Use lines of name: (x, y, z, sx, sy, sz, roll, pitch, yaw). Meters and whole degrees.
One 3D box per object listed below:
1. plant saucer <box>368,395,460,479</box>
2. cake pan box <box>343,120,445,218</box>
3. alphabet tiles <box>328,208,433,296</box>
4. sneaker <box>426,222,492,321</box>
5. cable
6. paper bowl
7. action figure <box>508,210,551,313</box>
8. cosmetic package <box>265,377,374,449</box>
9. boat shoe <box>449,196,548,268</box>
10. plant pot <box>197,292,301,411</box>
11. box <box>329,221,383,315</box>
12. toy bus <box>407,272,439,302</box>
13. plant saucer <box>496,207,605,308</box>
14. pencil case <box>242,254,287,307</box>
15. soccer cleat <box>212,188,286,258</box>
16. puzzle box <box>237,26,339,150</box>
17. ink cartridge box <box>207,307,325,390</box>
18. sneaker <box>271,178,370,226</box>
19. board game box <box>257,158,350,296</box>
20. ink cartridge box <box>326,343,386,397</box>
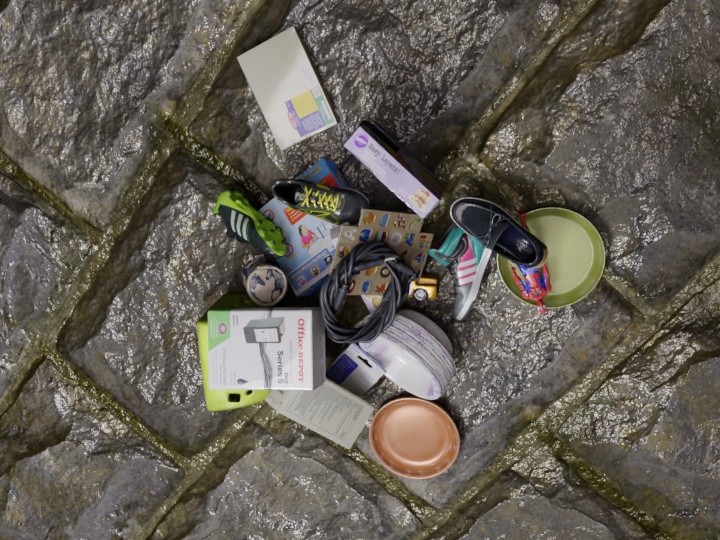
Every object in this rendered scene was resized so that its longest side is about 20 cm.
plant saucer: (0.119, 0.362, 1.433, 0.200, 0.037, 0.201, 4, 108, 12)
cake pan box: (0.065, -0.192, 1.199, 0.200, 0.184, 0.052, 43, 106, -1)
alphabet tiles: (0.041, -0.030, 1.208, 0.200, 0.006, 0.167, 3, 112, -30)
sneaker: (0.182, -0.008, 1.279, 0.120, 0.084, 0.201, 17, 102, 2)
cable: (0.005, 0.046, 1.190, 0.200, 0.051, 0.163, -50, 127, 2)
paper bowl: (0.103, 0.157, 1.307, 0.201, 0.201, 0.104, 43, 68, -2)
action figure: (0.317, -0.010, 1.239, 0.065, 0.052, 0.200, -19, 103, 13)
cosmetic package: (-0.078, 0.267, 1.308, 0.200, 0.071, 0.105, 39, 80, -34)
boat shoe: (0.249, -0.071, 1.188, 0.200, 0.062, 0.075, 36, 111, 16)
plant pot: (-0.216, 0.164, 1.369, 0.181, 0.200, 0.200, -2, 106, 6)
box: (0.000, 0.000, 1.236, 0.041, 0.039, 0.200, -21, 125, 8)
toy bus: (0.058, 0.014, 1.326, 0.199, 0.065, 0.079, 2, 106, 13)
plant saucer: (0.365, -0.026, 1.262, 0.199, 0.031, 0.201, 4, 107, 13)
pencil case: (-0.195, 0.019, 1.312, 0.078, 0.200, 0.090, -21, 99, -10)
soccer cleat: (-0.220, -0.080, 1.299, 0.200, 0.067, 0.081, 46, 117, 24)
puzzle box: (-0.141, -0.352, 1.280, 0.133, 0.025, 0.200, -21, 101, 17)
ink cartridge box: (-0.171, 0.141, 1.199, 0.199, 0.084, 0.146, -2, 88, 11)
sneaker: (-0.080, -0.126, 1.220, 0.200, 0.085, 0.075, 13, 96, 24)
board game box: (-0.089, -0.083, 1.301, 0.200, 0.056, 0.196, -35, 76, 20)
ink cartridge box: (-0.029, 0.232, 1.405, 0.095, 0.037, 0.200, 41, 127, -1)
